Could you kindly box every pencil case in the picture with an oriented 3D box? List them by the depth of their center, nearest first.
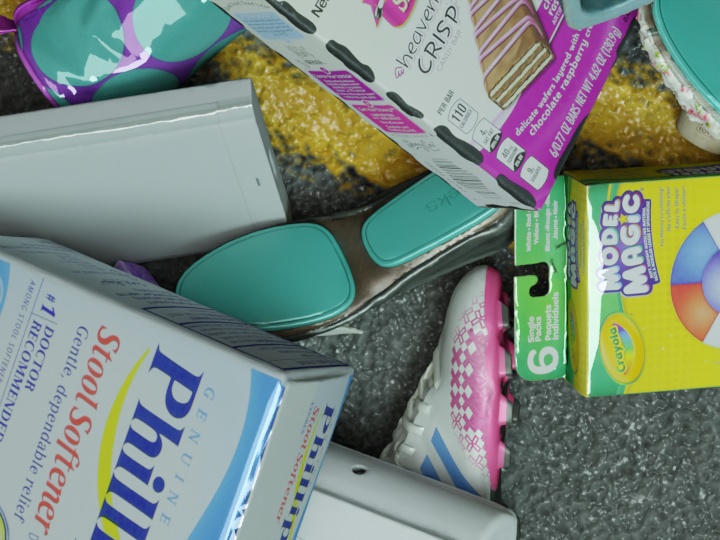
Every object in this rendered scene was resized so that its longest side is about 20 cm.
[{"bbox_3d":[-0.090,-0.157,1.412,0.200,0.085,0.092,-40,114,10],"label":"pencil case"}]

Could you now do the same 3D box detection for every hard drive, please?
[{"bbox_3d":[-0.143,-0.043,1.428,0.198,0.132,0.026,-9,59,4],"label":"hard drive"}]

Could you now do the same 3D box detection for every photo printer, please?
[{"bbox_3d":[-0.020,0.175,1.458,0.199,0.069,0.168,18,114,27],"label":"photo printer"}]

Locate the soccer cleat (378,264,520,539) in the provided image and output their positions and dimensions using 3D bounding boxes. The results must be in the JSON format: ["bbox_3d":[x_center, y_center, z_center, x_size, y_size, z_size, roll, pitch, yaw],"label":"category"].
[{"bbox_3d":[0.043,0.097,1.471,0.086,0.070,0.202,2,101,8],"label":"soccer cleat"}]

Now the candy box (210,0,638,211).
[{"bbox_3d":[0.037,-0.139,1.356,0.200,0.061,0.137,35,75,-28],"label":"candy box"}]

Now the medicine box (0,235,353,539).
[{"bbox_3d":[-0.131,0.100,1.374,0.199,0.103,0.183,22,97,20],"label":"medicine box"}]

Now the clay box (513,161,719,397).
[{"bbox_3d":[0.181,0.002,1.430,0.198,0.048,0.116,-5,103,-14],"label":"clay box"}]

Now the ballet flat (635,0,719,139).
[{"bbox_3d":[0.213,-0.076,1.371,0.199,0.064,0.076,32,65,-10],"label":"ballet flat"}]

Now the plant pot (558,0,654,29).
[{"bbox_3d":[0.142,-0.272,1.273,0.195,0.196,0.201,-23,65,0],"label":"plant pot"}]

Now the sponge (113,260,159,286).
[{"bbox_3d":[-0.166,0.099,1.468,0.200,0.030,0.112,-42,63,15],"label":"sponge"}]

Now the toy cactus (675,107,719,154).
[{"bbox_3d":[0.220,-0.133,1.408,0.199,0.102,0.166,23,113,-11],"label":"toy cactus"}]

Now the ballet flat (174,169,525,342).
[{"bbox_3d":[0.000,0.000,1.448,0.199,0.068,0.068,-20,64,2],"label":"ballet flat"}]
